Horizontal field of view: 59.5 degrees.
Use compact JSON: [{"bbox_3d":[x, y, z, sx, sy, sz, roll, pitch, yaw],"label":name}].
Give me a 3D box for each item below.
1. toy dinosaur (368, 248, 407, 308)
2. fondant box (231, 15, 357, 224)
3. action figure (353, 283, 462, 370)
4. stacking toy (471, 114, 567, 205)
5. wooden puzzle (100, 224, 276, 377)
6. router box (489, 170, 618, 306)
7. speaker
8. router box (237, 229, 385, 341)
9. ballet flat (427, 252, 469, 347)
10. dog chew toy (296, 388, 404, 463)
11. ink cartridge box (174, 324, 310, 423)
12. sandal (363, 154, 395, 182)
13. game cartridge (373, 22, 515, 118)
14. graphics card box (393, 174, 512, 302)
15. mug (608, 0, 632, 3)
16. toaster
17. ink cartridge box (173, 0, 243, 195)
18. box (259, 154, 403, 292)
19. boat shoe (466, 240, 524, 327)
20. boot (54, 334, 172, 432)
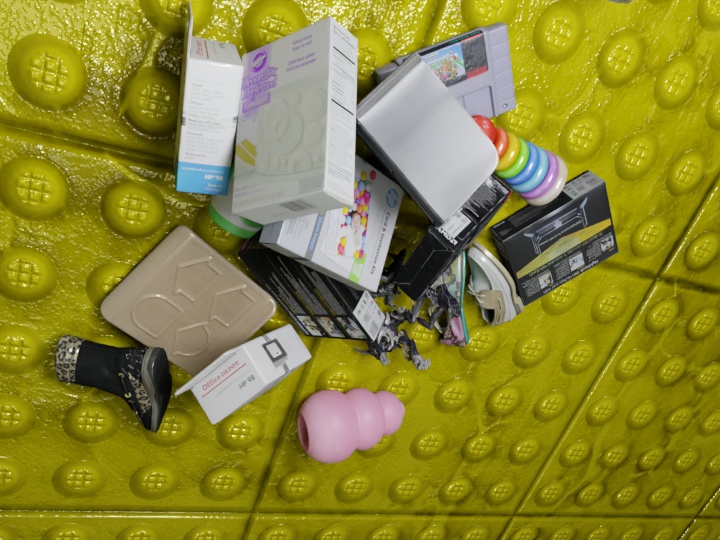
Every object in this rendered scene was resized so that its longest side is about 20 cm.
[{"bbox_3d":[0.000,0.000,0.992,0.133,0.103,0.202,8,141,11],"label":"toy dinosaur"},{"bbox_3d":[-0.076,-0.166,0.724,0.142,0.204,0.058,-8,163,35],"label":"fondant box"},{"bbox_3d":[0.068,0.105,1.044,0.118,0.103,0.200,23,126,-32],"label":"action figure"},{"bbox_3d":[0.224,-0.175,0.946,0.198,0.086,0.086,25,110,-35],"label":"stacking toy"},{"bbox_3d":[-0.256,0.050,0.954,0.185,0.046,0.200,-42,119,8],"label":"wooden puzzle"},{"bbox_3d":[0.338,-0.053,1.088,0.198,0.052,0.159,-29,125,-1],"label":"router box"},{"bbox_3d":[-0.128,-0.146,0.852,0.087,0.089,0.201,25,109,-30],"label":"speaker"},{"bbox_3d":[-0.071,0.023,0.941,0.201,0.147,0.052,56,49,-35],"label":"router box"},{"bbox_3d":[0.150,0.052,1.086,0.070,0.070,0.203,-4,124,7],"label":"ballet flat"},{"bbox_3d":[-0.011,0.267,1.126,0.196,0.125,0.127,-8,123,-24],"label":"dog chew toy"},{"bbox_3d":[-0.170,0.156,0.940,0.115,0.200,0.067,-38,84,20],"label":"ink cartridge box"},{"bbox_3d":[0.097,-0.141,0.943,0.196,0.076,0.046,-1,129,-22],"label":"sandal"},{"bbox_3d":[0.125,-0.261,0.903,0.197,0.039,0.131,-22,129,-5],"label":"game cartridge"},{"bbox_3d":[0.138,-0.051,0.931,0.051,0.200,0.126,40,138,7],"label":"graphics card box"},{"bbox_3d":[0.318,-0.472,0.785,0.175,0.134,0.203,16,111,-28],"label":"mug"},{"bbox_3d":[0.076,-0.165,0.790,0.118,0.181,0.201,-41,93,11],"label":"toaster"},{"bbox_3d":[-0.187,-0.210,0.773,0.065,0.116,0.203,4,119,-19],"label":"ink cartridge box"},{"bbox_3d":[-0.031,-0.075,0.835,0.199,0.041,0.159,28,75,-47],"label":"box"},{"bbox_3d":[0.221,0.032,1.077,0.068,0.075,0.201,-39,132,0],"label":"boat shoe"},{"bbox_3d":[-0.376,0.173,0.973,0.151,0.074,0.205,12,138,-4],"label":"boot"}]
